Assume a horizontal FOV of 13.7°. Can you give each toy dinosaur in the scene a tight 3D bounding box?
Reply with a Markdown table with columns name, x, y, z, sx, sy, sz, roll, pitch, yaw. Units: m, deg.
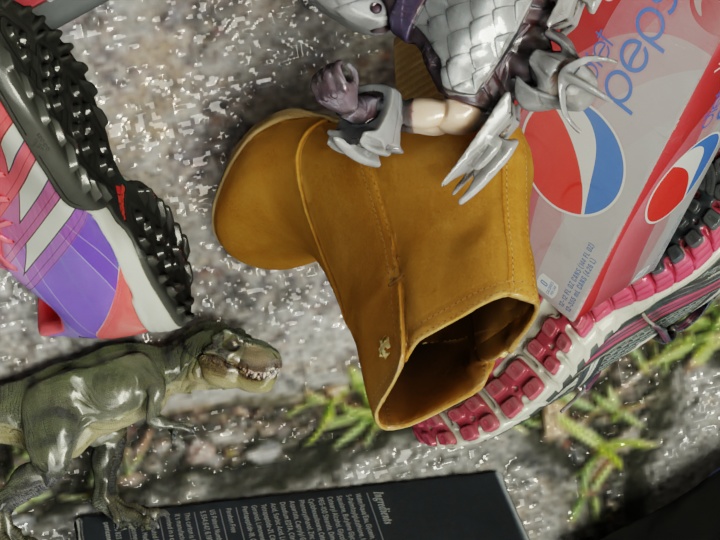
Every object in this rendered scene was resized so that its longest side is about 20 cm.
| name | x | y | z | sx | sy | sz | roll | pitch | yaw |
| --- | --- | --- | --- | --- | --- | --- | --- | --- | --- |
| toy dinosaur | -0.130 | 0.077 | 1.306 | 0.199 | 0.047 | 0.089 | -10 | 102 | -5 |

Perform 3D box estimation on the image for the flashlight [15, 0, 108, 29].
| name | x | y | z | sx | sy | sz | roll | pitch | yaw |
| --- | --- | --- | --- | --- | --- | --- | --- | --- | --- |
| flashlight | -0.143 | -0.121 | 1.200 | 0.199 | 0.068 | 0.068 | -29 | 82 | 2 |

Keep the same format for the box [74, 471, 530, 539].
| name | x | y | z | sx | sy | sz | roll | pitch | yaw |
| --- | --- | --- | --- | --- | --- | --- | --- | --- | --- |
| box | -0.022 | 0.188 | 1.342 | 0.198 | 0.107 | 0.149 | -6 | 115 | -8 |

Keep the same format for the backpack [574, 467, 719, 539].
| name | x | y | z | sx | sy | sz | roll | pitch | yaw |
| --- | --- | --- | --- | --- | --- | --- | --- | --- | --- |
| backpack | 0.211 | 0.185 | 1.370 | 0.182 | 0.135 | 0.200 | -30 | 119 | 6 |

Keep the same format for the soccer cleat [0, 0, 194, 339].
| name | x | y | z | sx | sy | sz | roll | pitch | yaw |
| --- | --- | --- | --- | --- | --- | --- | --- | --- | --- |
| soccer cleat | -0.131 | -0.033 | 1.213 | 0.073 | 0.069 | 0.200 | -14 | 144 | 12 |

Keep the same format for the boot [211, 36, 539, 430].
| name | x | y | z | sx | sy | sz | roll | pitch | yaw |
| --- | --- | --- | --- | --- | --- | --- | --- | --- | --- |
| boot | 0.001 | 0.000 | 1.198 | 0.070 | 0.145 | 0.201 | 13 | 148 | -29 |

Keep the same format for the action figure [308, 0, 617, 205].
| name | x | y | z | sx | sy | sz | roll | pitch | yaw |
| --- | --- | --- | --- | --- | --- | --- | --- | --- | --- |
| action figure | 0.010 | -0.108 | 1.116 | 0.199 | 0.069 | 0.130 | 32 | 81 | 19 |

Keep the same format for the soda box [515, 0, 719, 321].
| name | x | y | z | sx | sy | sz | roll | pitch | yaw |
| --- | --- | --- | --- | --- | --- | --- | --- | --- | --- |
| soda box | 0.112 | -0.079 | 1.165 | 0.070 | 0.063 | 0.201 | 40 | 131 | 19 |

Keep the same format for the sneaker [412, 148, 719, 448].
| name | x | y | z | sx | sy | sz | roll | pitch | yaw |
| --- | --- | --- | --- | --- | --- | --- | --- | --- | --- |
| sneaker | 0.100 | 0.017 | 1.295 | 0.200 | 0.081 | 0.075 | -35 | 147 | 24 |
